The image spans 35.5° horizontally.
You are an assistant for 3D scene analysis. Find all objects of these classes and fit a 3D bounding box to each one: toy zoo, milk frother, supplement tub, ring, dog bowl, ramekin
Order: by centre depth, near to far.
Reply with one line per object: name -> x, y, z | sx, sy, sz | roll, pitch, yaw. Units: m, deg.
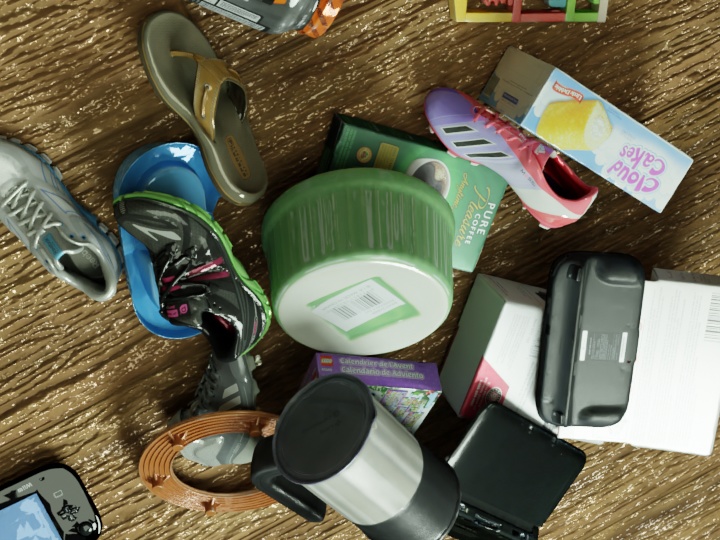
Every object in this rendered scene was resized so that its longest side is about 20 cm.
supplement tub -> -0.111, -0.289, 0.996 | 0.198, 0.123, 0.124 | 18, 106, -23
milk frother -> -0.007, 0.243, 1.109 | 0.179, 0.201, 0.188 | -31, 133, 15
dog bowl -> -0.187, -0.033, 1.111 | 0.110, 0.049, 0.202 | -16, 116, -25
ramekin -> 0.000, 0.000, 1.114 | 0.197, 0.099, 0.201 | -2, 145, -2
toy zoo -> 0.162, -0.316, 1.126 | 0.197, 0.020, 0.133 | -4, 113, -15
ring -> -0.137, 0.213, 1.204 | 0.198, 0.019, 0.202 | -5, 141, -4

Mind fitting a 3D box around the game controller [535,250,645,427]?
game controller -> 0.247, 0.077, 1.209 | 0.103, 0.042, 0.202 | 0, 110, -9

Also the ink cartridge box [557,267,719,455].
ink cartridge box -> 0.315, 0.098, 1.245 | 0.174, 0.045, 0.202 | 6, 110, 5

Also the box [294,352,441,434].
box -> -0.011, 0.165, 1.217 | 0.135, 0.039, 0.201 | 6, 139, -20

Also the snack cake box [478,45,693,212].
snack cake box -> 0.233, -0.147, 1.167 | 0.199, 0.115, 0.068 | 27, 101, -24

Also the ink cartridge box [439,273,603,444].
ink cartridge box -> 0.208, 0.102, 1.281 | 0.198, 0.083, 0.147 | 13, 107, -23

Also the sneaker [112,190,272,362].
sneaker -> -0.157, 0.006, 1.046 | 0.076, 0.084, 0.200 | -16, 124, 42

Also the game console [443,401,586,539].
game console -> 0.132, 0.237, 1.296 | 0.199, 0.175, 0.118 | 31, 63, -37

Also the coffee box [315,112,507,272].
coffee box -> 0.048, -0.079, 1.178 | 0.198, 0.044, 0.124 | 12, 109, -21

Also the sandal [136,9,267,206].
sandal -> -0.135, -0.156, 1.056 | 0.080, 0.054, 0.201 | -41, 110, -42

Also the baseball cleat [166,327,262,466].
baseball cleat -> -0.154, 0.138, 1.177 | 0.105, 0.070, 0.202 | -12, 127, -12

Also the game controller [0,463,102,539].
game controller -> -0.379, 0.281, 1.191 | 0.198, 0.042, 0.105 | -25, 118, -6

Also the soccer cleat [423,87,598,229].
soccer cleat -> 0.152, -0.123, 1.136 | 0.200, 0.076, 0.067 | 42, 57, -6

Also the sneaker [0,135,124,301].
sneaker -> -0.296, -0.046, 1.062 | 0.075, 0.087, 0.200 | -43, 116, 6
